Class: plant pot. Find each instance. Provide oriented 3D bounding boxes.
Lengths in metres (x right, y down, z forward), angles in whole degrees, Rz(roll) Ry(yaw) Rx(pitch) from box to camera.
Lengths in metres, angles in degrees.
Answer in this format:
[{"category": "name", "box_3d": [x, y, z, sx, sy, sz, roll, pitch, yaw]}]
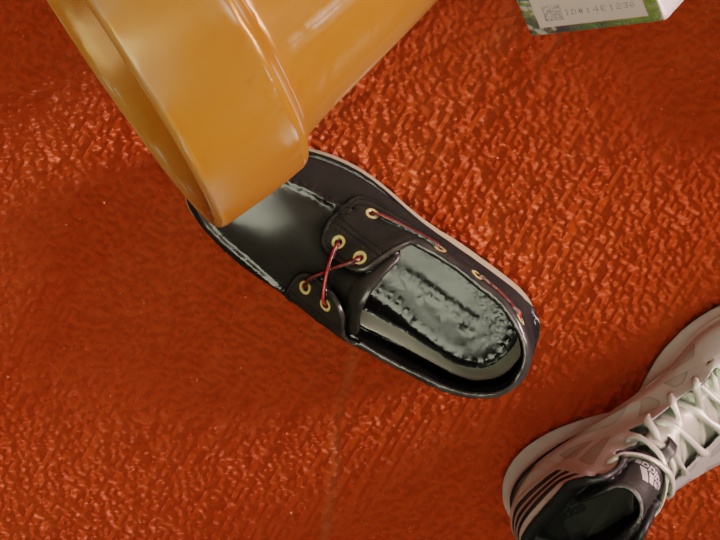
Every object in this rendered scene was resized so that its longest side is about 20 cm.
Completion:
[{"category": "plant pot", "box_3d": [-0.048, -0.154, 1.151, 0.183, 0.200, 0.201, -35, 103, -6]}]

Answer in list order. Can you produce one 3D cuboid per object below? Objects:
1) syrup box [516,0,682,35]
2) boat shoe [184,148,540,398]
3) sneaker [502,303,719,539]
[{"category": "syrup box", "box_3d": [0.092, -0.216, 1.143, 0.078, 0.082, 0.201, -3, 123, 37]}, {"category": "boat shoe", "box_3d": [0.001, -0.002, 1.248, 0.201, 0.063, 0.074, 30, 105, -6]}, {"category": "sneaker", "box_3d": [0.163, 0.092, 1.243, 0.200, 0.115, 0.076, -36, 102, 9]}]
